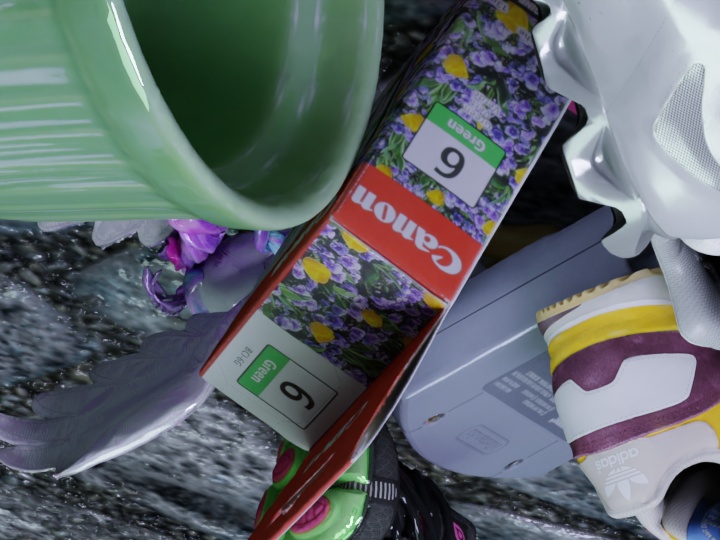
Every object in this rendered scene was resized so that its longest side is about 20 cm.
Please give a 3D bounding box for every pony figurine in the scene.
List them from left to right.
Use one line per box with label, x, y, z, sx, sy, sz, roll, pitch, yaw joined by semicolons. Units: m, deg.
pony figurine;-0.040;-0.001;1.054;0.193;0.167;0.200;-23;148;28

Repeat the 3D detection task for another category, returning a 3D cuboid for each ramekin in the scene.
ramekin;-0.075;-0.107;0.783;0.097;0.201;0.200;-5;148;23

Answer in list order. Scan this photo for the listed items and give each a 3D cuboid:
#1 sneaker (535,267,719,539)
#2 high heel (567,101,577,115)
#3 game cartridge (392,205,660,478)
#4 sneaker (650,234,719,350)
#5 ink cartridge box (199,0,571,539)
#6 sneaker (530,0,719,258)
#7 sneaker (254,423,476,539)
sneaker;0.134;0.063;0.969;0.075;0.090;0.200;-24;156;35
high heel;0.138;-0.056;0.934;0.199;0.068;0.096;30;165;-4
game cartridge;0.079;0.032;1.043;0.133;0.041;0.200;-33;160;8
sneaker;0.115;-0.057;0.844;0.075;0.081;0.200;1;136;18
ink cartridge box;0.000;0.000;0.859;0.050;0.200;0.109;36;141;-5
sneaker;0.085;-0.099;0.752;0.088;0.074;0.200;-7;122;34
sneaker;0.006;0.092;1.016;0.083;0.077;0.200;18;170;4
